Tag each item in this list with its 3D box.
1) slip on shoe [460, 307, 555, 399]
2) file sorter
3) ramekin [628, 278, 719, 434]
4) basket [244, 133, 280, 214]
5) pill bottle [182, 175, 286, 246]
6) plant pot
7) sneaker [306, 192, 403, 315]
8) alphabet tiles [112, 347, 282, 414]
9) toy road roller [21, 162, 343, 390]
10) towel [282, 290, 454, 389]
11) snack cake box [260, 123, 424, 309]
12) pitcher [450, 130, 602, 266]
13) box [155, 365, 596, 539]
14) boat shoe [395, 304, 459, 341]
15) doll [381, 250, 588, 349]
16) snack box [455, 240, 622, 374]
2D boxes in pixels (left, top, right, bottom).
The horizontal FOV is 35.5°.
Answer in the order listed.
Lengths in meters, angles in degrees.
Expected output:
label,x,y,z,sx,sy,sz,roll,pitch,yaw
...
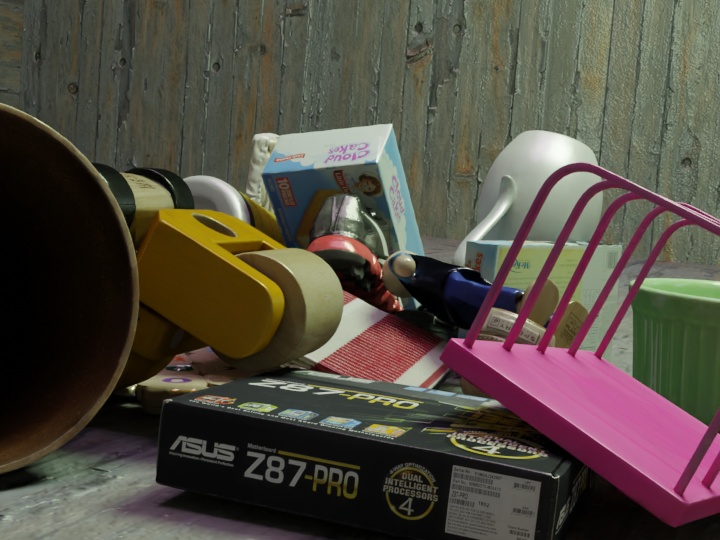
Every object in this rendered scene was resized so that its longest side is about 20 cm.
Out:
label,x,y,z,sx,sy,sz,roll,pitch,yaw
slip on shoe,0.105,0.078,0.792,0.075,0.061,0.200,21,-9,12
file sorter,0.166,0.034,0.595,0.139,0.126,0.199,34,13,30
ramekin,0.303,0.066,0.864,0.198,0.099,0.200,5,5,0
basket,-0.055,-0.051,1.343,0.159,0.202,0.198,10,6,2
pill bottle,-0.120,-0.011,1.117,0.111,0.114,0.200,7,-12,24
plant pot,-0.252,0.019,0.626,0.186,0.189,0.199,0,-7,-39
sneaker,0.000,0.000,1.014,0.070,0.099,0.201,-3,-28,14
alphabet tiles,-0.121,0.078,0.831,0.194,0.015,0.200,0,6,-17
toy road roller,-0.125,0.027,0.714,0.199,0.147,0.123,28,10,13
towel,-0.030,0.045,0.843,0.199,0.023,0.144,25,22,17
snack cake box,-0.007,-0.035,1.077,0.114,0.201,0.067,-3,38,19
pitcher,0.155,-0.039,1.095,0.120,0.202,0.171,9,-14,36
box,0.018,0.094,0.590,0.198,0.050,0.161,7,2,20
boat shoe,0.072,0.055,1.019,0.068,0.057,0.200,6,6,16
doll,0.084,0.022,0.880,0.136,0.049,0.199,34,-11,-37
snack box,0.165,0.033,1.015,0.037,0.118,0.199,9,7,44
